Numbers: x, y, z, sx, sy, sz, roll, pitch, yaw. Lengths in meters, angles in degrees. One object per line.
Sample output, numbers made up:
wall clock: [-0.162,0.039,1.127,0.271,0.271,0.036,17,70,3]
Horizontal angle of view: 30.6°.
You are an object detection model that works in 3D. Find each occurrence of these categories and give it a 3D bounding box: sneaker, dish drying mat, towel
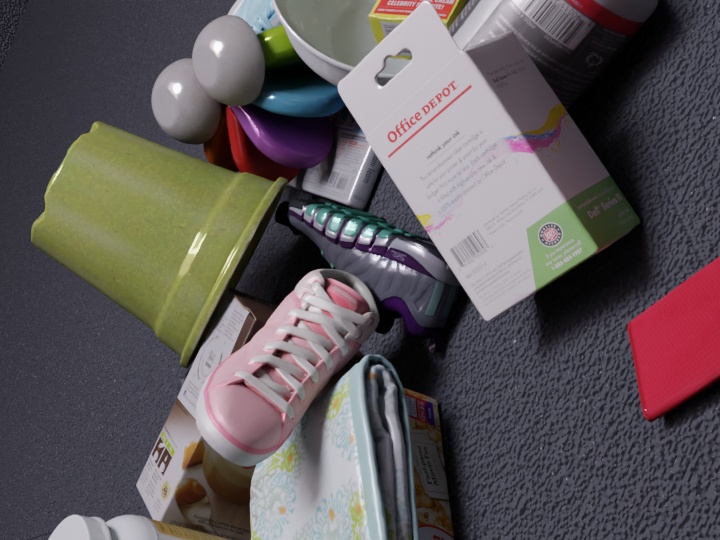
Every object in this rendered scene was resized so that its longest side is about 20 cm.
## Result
sneaker: [-0.049,0.060,0.988,0.105,0.075,0.200,-53,-3,30]
dish drying mat: [0.232,0.012,0.759,0.200,0.018,0.077,-44,36,40]
sneaker: [0.000,0.000,1.085,0.200,0.074,0.088,24,101,46]
towel: [-0.026,0.183,0.963,0.171,0.048,0.200,-43,37,38]
sneaker: [-0.100,-0.289,1.488,0.200,0.074,0.082,-61,26,15]

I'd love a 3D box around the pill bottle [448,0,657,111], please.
pill bottle: [0.116,-0.157,0.978,0.200,0.111,0.111,-51,33,30]

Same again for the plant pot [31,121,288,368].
plant pot: [-0.193,-0.040,1.221,0.201,0.184,0.200,-61,2,3]

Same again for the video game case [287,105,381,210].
video game case: [-0.012,-0.159,1.300,0.200,0.024,0.182,23,91,63]

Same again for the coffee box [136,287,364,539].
coffee box: [-0.099,0.132,1.154,0.200,0.114,0.080,-65,28,8]

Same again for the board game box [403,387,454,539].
board game box: [0.007,0.210,0.986,0.152,0.046,0.200,-45,35,36]

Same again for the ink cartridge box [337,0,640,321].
ink cartridge box: [0.085,-0.081,0.907,0.117,0.067,0.200,-37,84,44]

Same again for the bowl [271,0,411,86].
bowl: [0.018,-0.222,1.153,0.090,0.201,0.201,100,175,-60]

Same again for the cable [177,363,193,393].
cable: [-0.126,0.122,1.276,0.200,0.051,0.163,-32,45,48]

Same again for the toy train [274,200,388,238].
toy train: [-0.031,-0.045,1.228,0.200,0.046,0.034,14,84,62]

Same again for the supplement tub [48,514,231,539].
supplement tub: [-0.154,0.279,1.057,0.145,0.200,0.145,-40,39,42]

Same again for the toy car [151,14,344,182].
toy car: [-0.087,-0.159,1.269,0.200,0.175,0.150,-32,79,48]

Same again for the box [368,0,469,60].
box: [0.080,-0.258,1.088,0.075,0.050,0.200,11,58,26]
